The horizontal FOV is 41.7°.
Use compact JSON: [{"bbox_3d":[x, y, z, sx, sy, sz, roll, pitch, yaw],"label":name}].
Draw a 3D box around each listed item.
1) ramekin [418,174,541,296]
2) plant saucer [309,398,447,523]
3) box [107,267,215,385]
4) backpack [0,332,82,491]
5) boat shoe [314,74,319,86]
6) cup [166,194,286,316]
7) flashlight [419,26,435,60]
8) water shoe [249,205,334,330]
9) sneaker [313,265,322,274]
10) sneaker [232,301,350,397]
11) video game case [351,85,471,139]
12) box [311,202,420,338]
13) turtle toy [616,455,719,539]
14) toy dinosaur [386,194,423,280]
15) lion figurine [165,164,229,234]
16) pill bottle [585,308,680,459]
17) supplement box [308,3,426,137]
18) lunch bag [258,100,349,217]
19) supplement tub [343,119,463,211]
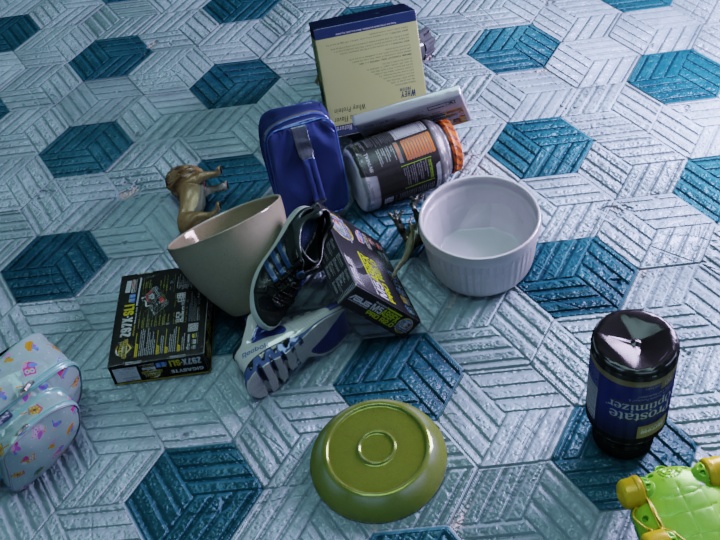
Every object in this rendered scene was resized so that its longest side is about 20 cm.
[{"bbox_3d":[0.194,-0.051,1.542,0.195,0.106,0.203,-4,45,4],"label":"ramekin"},{"bbox_3d":[0.023,0.255,1.325,0.195,0.031,0.202,-5,45,5],"label":"plant saucer"},{"bbox_3d":[-0.319,0.083,1.537,0.156,0.050,0.202,-10,45,4],"label":"box"},{"bbox_3d":[-0.489,0.201,1.366,0.151,0.177,0.201,28,53,11],"label":"backpack"},{"bbox_3d":[-0.011,-0.416,1.966,0.069,0.071,0.200,42,52,9],"label":"boat shoe"},{"bbox_3d":[-0.191,-0.014,1.512,0.197,0.146,0.201,-22,15,6],"label":"cup"},{"bbox_3d":[0.080,-0.426,1.959,0.199,0.069,0.067,-41,11,-33],"label":"flashlight"},{"bbox_3d":[-0.104,-0.007,1.417,0.078,0.071,0.204,2,68,56],"label":"water shoe"},{"bbox_3d":[-0.134,-0.027,1.611,0.196,0.074,0.072,5,5,25],"label":"sneaker"},{"bbox_3d":[-0.121,0.096,1.468,0.198,0.081,0.115,-33,52,-20],"label":"sneaker"},{"bbox_3d":[0.097,-0.277,1.719,0.196,0.182,0.023,-15,82,11],"label":"video game case"},{"bbox_3d":[0.000,0.000,1.491,0.044,0.159,0.202,-43,43,17],"label":"box"},{"bbox_3d":[0.399,0.325,1.143,0.143,0.102,0.202,-12,46,-2],"label":"turtle toy"},{"bbox_3d":[0.082,-0.069,1.559,0.047,0.090,0.200,-3,26,24],"label":"toy dinosaur"},{"bbox_3d":[-0.303,-0.120,1.718,0.120,0.073,0.203,-12,49,8],"label":"lion figurine"},{"bbox_3d":[0.354,0.156,1.245,0.109,0.202,0.113,-5,44,5],"label":"pill bottle"},{"bbox_3d":[0.016,-0.383,1.803,0.196,0.204,0.135,-12,21,-2],"label":"supplement box"},{"bbox_3d":[-0.098,-0.182,1.660,0.133,0.203,0.133,-16,27,-4],"label":"lunch bag"},{"bbox_3d":[0.077,-0.193,1.687,0.196,0.124,0.123,-20,46,-11],"label":"supplement tub"}]
